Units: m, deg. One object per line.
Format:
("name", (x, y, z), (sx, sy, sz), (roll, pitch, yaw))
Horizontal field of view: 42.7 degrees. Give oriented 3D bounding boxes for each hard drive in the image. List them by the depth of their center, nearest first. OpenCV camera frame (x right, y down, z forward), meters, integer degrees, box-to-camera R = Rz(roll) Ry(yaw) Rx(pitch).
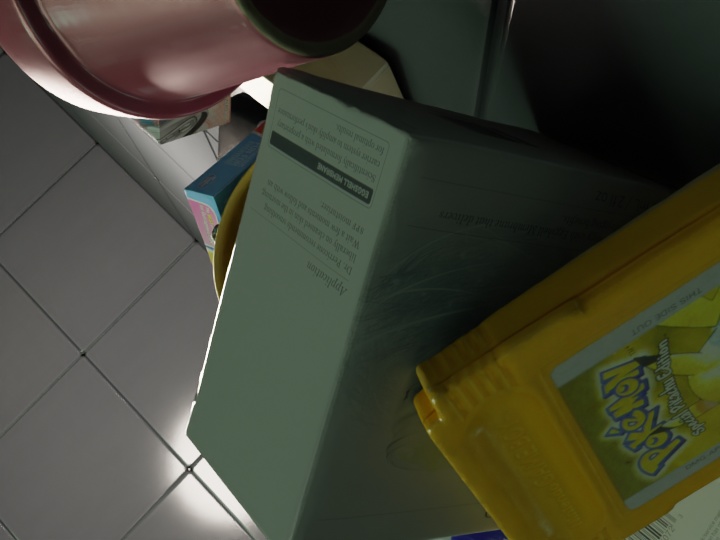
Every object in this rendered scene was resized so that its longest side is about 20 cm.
("hard drive", (-0.118, -0.085, 1.027), (0.134, 0.042, 0.204), (34, 128, 51))

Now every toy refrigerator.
("toy refrigerator", (-0.053, -0.163, 0.713), (0.200, 0.070, 0.076), (41, 173, 32))

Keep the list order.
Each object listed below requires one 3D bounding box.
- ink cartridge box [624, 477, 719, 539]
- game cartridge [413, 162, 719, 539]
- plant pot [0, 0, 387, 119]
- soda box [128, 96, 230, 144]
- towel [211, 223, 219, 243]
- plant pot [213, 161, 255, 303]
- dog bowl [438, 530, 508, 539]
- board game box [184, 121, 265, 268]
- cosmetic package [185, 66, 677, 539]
("ink cartridge box", (0.180, 0.106, 0.575), (0.199, 0.148, 0.082), (38, -162, 36))
("game cartridge", (0.138, 0.054, 0.435), (0.177, 0.199, 0.033), (53, -176, -39))
("plant pot", (-0.083, -0.180, 0.485), (0.177, 0.201, 0.201), (12, 150, 42))
("soda box", (-0.133, -0.197, 0.650), (0.063, 0.068, 0.203), (37, 137, 35))
("towel", (-0.056, -0.002, 0.906), (0.021, 0.199, 0.149), (-3, 106, 41))
("plant pot", (0.000, 0.000, 0.824), (0.200, 0.202, 0.188), (38, -177, 31))
("dog bowl", (0.125, 0.179, 0.839), (0.077, 0.203, 0.201), (13, 159, 17))
("board game box", (-0.086, -0.037, 0.931), (0.040, 0.153, 0.202), (15, 136, 33))
("cosmetic package", (0.038, 0.024, 0.486), (0.197, 0.203, 0.123), (5, -160, -38))
